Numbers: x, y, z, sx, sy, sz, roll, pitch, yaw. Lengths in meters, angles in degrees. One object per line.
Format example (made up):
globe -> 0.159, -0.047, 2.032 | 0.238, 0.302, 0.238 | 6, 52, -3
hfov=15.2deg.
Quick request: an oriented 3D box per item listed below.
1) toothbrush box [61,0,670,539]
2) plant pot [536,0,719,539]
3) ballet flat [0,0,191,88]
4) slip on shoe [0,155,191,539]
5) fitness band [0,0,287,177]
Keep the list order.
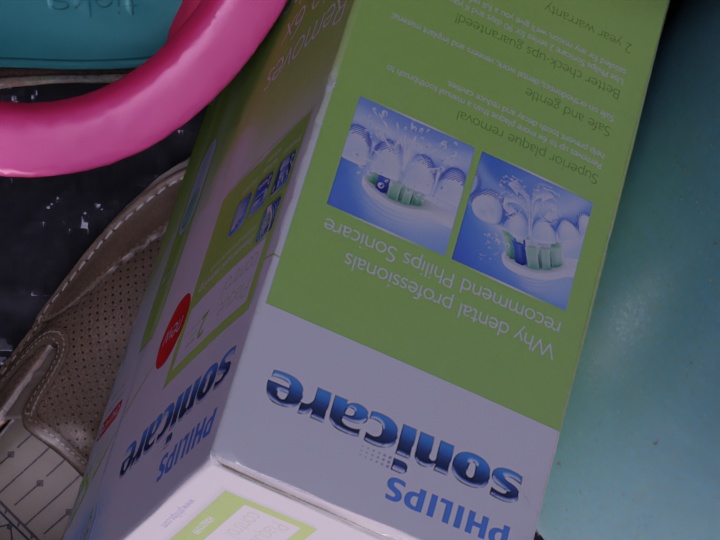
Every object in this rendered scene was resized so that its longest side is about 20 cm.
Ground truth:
toothbrush box -> 0.000, 0.000, 0.712 | 0.086, 0.146, 0.200 | 23, 62, -14
plant pot -> 0.131, 0.023, 0.750 | 0.201, 0.201, 0.161 | 39, 109, -7
ballet flat -> -0.128, -0.080, 0.789 | 0.200, 0.062, 0.068 | 5, 105, 6
slip on shoe -> -0.080, 0.046, 0.812 | 0.076, 0.061, 0.200 | 44, 98, -8
fitness band -> -0.074, -0.121, 0.703 | 0.144, 0.037, 0.200 | 22, 96, -23
